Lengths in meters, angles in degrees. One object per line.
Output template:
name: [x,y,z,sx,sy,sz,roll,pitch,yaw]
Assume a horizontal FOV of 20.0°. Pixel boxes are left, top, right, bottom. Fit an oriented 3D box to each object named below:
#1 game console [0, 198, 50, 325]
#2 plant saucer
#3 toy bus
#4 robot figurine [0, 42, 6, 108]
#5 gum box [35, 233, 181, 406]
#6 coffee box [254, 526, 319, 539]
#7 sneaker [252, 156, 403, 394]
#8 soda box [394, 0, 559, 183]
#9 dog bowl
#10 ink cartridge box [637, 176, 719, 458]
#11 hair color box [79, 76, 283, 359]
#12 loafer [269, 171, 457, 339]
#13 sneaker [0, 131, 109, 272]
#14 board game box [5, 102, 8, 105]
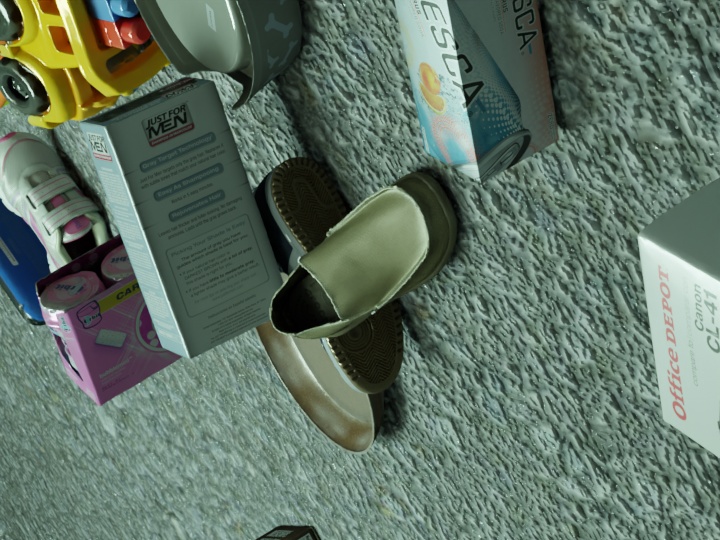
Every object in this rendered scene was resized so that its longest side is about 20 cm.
game console: [-0.387,-0.001,2.373,0.200,0.170,0.118,52,130,19]
plant saucer: [-0.037,0.069,1.802,0.200,0.032,0.201,46,153,31]
toy bus: [-0.225,-0.214,1.758,0.191,0.136,0.201,19,139,36]
robot figurine: [-0.378,-0.242,2.045,0.116,0.144,0.200,18,151,0]
gum box: [-0.194,0.025,1.859,0.066,0.200,0.114,36,150,45]
coffee box: [-0.133,0.350,2.134,0.080,0.200,0.114,63,157,-5]
sneaker: [-0.035,0.009,1.671,0.108,0.070,0.201,-20,94,65]
soda box: [0.065,-0.159,1.244,0.064,0.068,0.201,33,145,49]
dog bowl: [-0.117,-0.226,1.574,0.200,0.059,0.200,47,155,29]
ink cartridge box: [0.250,0.055,1.094,0.200,0.085,0.148,34,146,46]
hair color box: [-0.138,-0.043,1.622,0.061,0.099,0.201,16,128,61]
loafer: [0.000,0.000,1.524,0.076,0.067,0.200,52,134,10]
sneaker: [-0.324,-0.064,2.209,0.200,0.081,0.088,58,158,-16]
board game box: [-0.454,-0.278,2.253,0.101,0.048,0.201,29,143,53]
